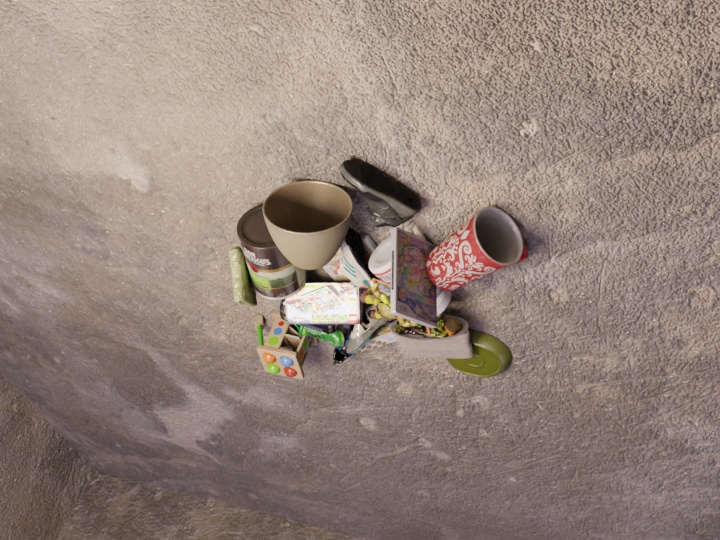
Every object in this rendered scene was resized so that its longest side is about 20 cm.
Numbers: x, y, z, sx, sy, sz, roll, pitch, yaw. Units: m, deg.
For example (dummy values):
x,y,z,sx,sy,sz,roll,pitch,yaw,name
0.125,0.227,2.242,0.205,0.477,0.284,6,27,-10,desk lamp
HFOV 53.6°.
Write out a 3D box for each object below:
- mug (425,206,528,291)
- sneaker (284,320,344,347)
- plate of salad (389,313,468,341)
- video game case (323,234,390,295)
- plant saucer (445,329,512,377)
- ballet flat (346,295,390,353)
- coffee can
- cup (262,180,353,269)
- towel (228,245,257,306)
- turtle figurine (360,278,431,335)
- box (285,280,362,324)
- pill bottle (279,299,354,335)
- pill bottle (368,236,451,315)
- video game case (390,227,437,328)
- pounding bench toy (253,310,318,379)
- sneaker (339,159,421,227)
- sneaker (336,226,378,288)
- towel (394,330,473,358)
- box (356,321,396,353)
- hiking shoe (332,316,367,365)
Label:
x,y,z,sx,sy,sz,roll,pitch,yaw,name
0.259,-0.025,1.578,0.177,0.134,0.200,35,144,-14,mug
-0.133,0.166,2.003,0.199,0.084,0.074,28,134,20,sneaker
0.171,0.131,1.783,0.198,0.200,0.048,3,108,24,plate of salad
0.000,0.000,1.823,0.181,0.023,0.200,-13,130,37,video game case
0.312,0.236,1.947,0.198,0.031,0.201,13,141,11,plant saucer
0.022,0.138,1.893,0.200,0.067,0.064,-41,110,12,ballet flat
-0.217,-0.044,1.775,0.145,0.147,0.201,11,142,14,coffee can
-0.115,-0.089,1.608,0.199,0.201,0.144,12,132,13,cup
-0.301,0.019,1.838,0.036,0.150,0.200,-6,175,1,towel
0.070,0.095,1.706,0.200,0.065,0.161,42,163,-20,turtle figurine
-0.095,0.083,1.848,0.198,0.035,0.111,-1,96,13,box
-0.110,0.106,1.930,0.198,0.112,0.112,16,143,10,pill bottle
0.122,0.019,1.709,0.113,0.114,0.200,-20,127,41,pill bottle
0.121,0.017,1.603,0.018,0.202,0.143,-18,151,41,video game case
-0.250,0.221,2.106,0.198,0.157,0.125,9,141,17,pounding bench toy
0.025,-0.159,1.572,0.198,0.077,0.114,29,136,-17,sneaker
-0.029,-0.024,1.730,0.093,0.071,0.200,-9,136,26,sneaker
0.194,0.190,1.879,0.198,0.035,0.133,0,146,17,towel
0.069,0.174,1.935,0.199,0.042,0.039,-19,130,18,box
-0.023,0.199,2.023,0.074,0.087,0.200,24,143,-3,hiking shoe
